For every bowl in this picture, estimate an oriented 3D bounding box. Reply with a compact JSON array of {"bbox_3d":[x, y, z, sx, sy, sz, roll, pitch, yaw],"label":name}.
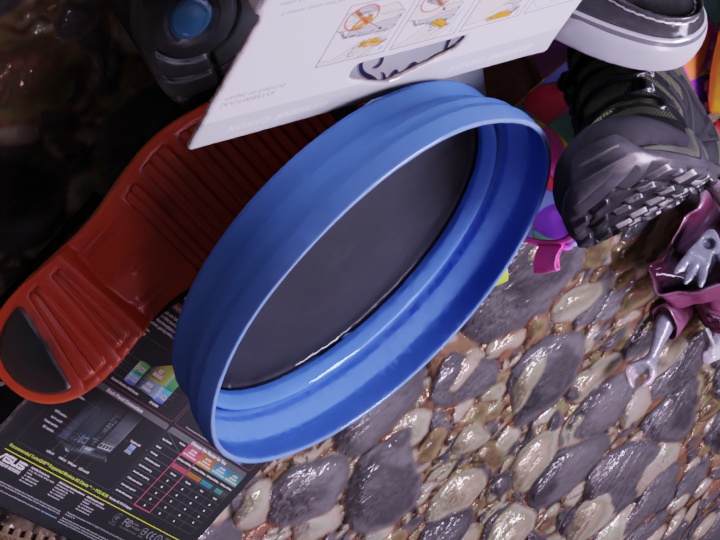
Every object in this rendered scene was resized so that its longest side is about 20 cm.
[{"bbox_3d":[0.000,0.000,0.755,0.200,0.039,0.201,-37,156,-20],"label":"bowl"}]

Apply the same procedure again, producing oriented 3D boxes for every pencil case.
[{"bbox_3d":[0.142,-0.088,0.957,0.200,0.088,0.089,-41,146,-30],"label":"pencil case"}]

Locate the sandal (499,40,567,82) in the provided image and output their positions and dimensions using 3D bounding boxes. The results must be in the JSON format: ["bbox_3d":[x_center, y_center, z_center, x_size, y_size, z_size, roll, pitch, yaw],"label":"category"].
[{"bbox_3d":[0.116,-0.181,0.923,0.082,0.050,0.203,-22,138,-31],"label":"sandal"}]

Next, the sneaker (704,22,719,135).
[{"bbox_3d":[0.249,-0.162,0.933,0.078,0.082,0.201,-4,100,-43],"label":"sneaker"}]

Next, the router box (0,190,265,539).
[{"bbox_3d":[-0.122,0.068,0.900,0.150,0.062,0.200,-47,145,0],"label":"router box"}]

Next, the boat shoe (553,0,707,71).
[{"bbox_3d":[0.080,-0.170,0.774,0.070,0.200,0.066,-45,171,-36],"label":"boat shoe"}]

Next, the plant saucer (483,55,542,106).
[{"bbox_3d":[0.017,-0.055,0.952,0.200,0.037,0.201,-27,139,-26],"label":"plant saucer"}]

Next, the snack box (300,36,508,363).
[{"bbox_3d":[-0.008,-0.067,0.837,0.142,0.053,0.200,-21,117,-25],"label":"snack box"}]

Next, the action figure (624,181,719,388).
[{"bbox_3d":[0.260,0.007,1.243,0.200,0.134,0.149,62,31,-66],"label":"action figure"}]

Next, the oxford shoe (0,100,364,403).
[{"bbox_3d":[-0.083,-0.025,0.761,0.200,0.073,0.071,-37,101,7],"label":"oxford shoe"}]

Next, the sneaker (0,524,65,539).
[{"bbox_3d":[-0.185,0.190,0.871,0.070,0.200,0.109,-68,180,-57],"label":"sneaker"}]

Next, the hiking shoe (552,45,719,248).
[{"bbox_3d":[0.121,-0.073,0.822,0.076,0.101,0.200,-31,174,19],"label":"hiking shoe"}]

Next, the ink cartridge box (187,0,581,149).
[{"bbox_3d":[0.033,-0.131,0.648,0.200,0.044,0.174,-19,161,-34],"label":"ink cartridge box"}]

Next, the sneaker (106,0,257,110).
[{"bbox_3d":[-0.087,-0.149,0.699,0.073,0.082,0.200,-35,137,-8],"label":"sneaker"}]
